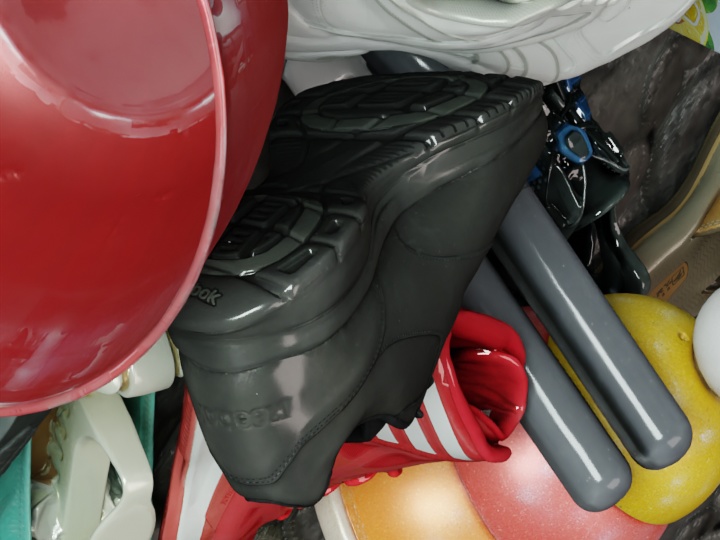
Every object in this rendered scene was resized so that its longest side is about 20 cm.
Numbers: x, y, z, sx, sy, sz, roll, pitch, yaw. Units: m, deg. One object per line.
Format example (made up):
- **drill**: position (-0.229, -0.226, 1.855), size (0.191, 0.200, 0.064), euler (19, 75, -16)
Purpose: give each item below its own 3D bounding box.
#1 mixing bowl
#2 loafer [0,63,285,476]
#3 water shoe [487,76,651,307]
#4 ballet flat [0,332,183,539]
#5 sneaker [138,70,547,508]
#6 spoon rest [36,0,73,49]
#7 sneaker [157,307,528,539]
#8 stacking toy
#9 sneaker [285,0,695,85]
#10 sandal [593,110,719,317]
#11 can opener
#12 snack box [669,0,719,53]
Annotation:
- **mixing bowl**: position (-0.094, -0.074, 0.781), size (0.108, 0.199, 0.201), euler (-36, 142, -53)
- **loafer**: position (-0.103, -0.002, 0.886), size (0.200, 0.063, 0.072), euler (-53, 176, 12)
- **water shoe**: position (0.069, -0.056, 1.082), size (0.072, 0.079, 0.200), euler (-45, 144, -20)
- **ballet flat**: position (-0.087, 0.039, 0.964), size (0.067, 0.070, 0.201), euler (-20, 130, -39)
- **sneaker**: position (0.000, 0.000, 0.879), size (0.200, 0.076, 0.091), euler (-41, 128, -49)
- **spoon rest**: position (-0.074, -0.120, 0.849), size (0.060, 0.099, 0.201), euler (-31, 148, -35)
- **sneaker**: position (-0.006, 0.064, 0.994), size (0.200, 0.115, 0.079), euler (105, -6, -68)
- **stacking toy**: position (0.092, 0.058, 1.069), size (0.199, 0.147, 0.146), euler (-26, 161, 32)
- **sneaker**: position (0.052, -0.097, 0.923), size (0.199, 0.099, 0.078), euler (-7, 93, -40)
- **sandal**: position (0.168, -0.021, 1.255), size (0.200, 0.054, 0.080), euler (-48, 145, -15)
- **can opener**: position (0.044, -0.013, 0.992), size (0.053, 0.200, 0.067), euler (-33, 172, -11)
- **snack box**: position (0.219, -0.127, 1.109), size (0.168, 0.200, 0.068), euler (-33, 139, -33)
